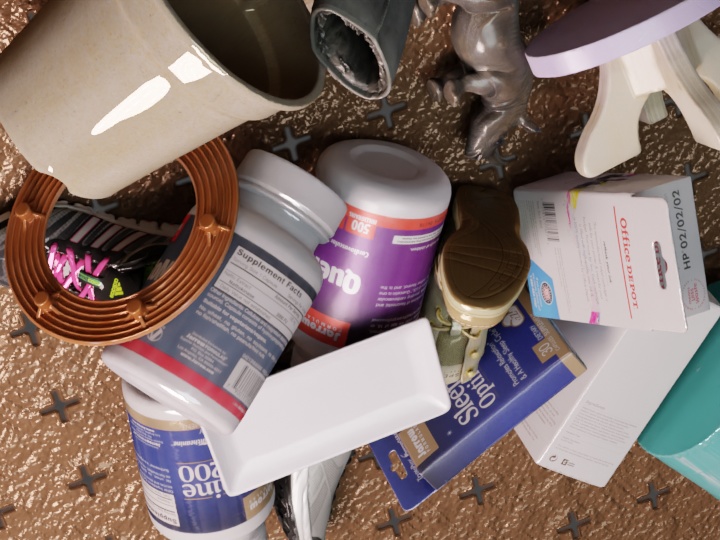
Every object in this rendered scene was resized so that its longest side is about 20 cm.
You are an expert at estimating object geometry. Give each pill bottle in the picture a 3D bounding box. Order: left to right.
[{"bbox_3d":[-0.132,0.162,1.779,0.111,0.111,0.200,-15,123,-11],"label":"pill bottle"},{"bbox_3d":[-0.099,0.014,1.613,0.120,0.120,0.200,38,77,-33],"label":"pill bottle"},{"bbox_3d":[0.000,0.000,1.729,0.112,0.112,0.200,4,118,-21],"label":"pill bottle"}]

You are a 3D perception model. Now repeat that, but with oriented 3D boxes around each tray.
[{"bbox_3d":[-0.030,0.106,1.703,0.200,0.022,0.107,-21,128,-6],"label":"tray"}]

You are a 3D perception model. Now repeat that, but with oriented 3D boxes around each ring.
[{"bbox_3d":[-0.185,-0.039,1.594,0.200,0.200,0.019,-36,147,4],"label":"ring"}]

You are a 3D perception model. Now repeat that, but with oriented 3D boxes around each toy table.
[{"bbox_3d":[0.242,-0.166,1.688,0.200,0.184,0.117,-23,109,1],"label":"toy table"}]

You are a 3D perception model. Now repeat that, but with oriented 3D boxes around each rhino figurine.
[{"bbox_3d":[0.100,-0.163,1.699,0.087,0.060,0.200,-28,128,-15],"label":"rhino figurine"}]

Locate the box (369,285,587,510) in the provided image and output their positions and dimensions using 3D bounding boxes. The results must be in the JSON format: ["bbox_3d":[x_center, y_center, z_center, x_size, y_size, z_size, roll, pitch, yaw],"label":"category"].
[{"bbox_3d":[0.091,0.109,1.819,0.200,0.121,0.032,-41,125,7],"label":"box"}]

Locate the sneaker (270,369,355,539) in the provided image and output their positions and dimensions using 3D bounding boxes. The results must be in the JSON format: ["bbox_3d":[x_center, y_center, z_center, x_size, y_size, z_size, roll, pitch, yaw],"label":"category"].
[{"bbox_3d":[-0.038,0.173,1.845,0.079,0.074,0.200,-11,122,-19],"label":"sneaker"}]

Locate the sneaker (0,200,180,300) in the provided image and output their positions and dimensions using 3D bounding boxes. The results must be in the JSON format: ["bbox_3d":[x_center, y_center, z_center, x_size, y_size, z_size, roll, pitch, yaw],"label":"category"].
[{"bbox_3d":[-0.207,-0.001,1.671,0.200,0.087,0.074,6,117,-22],"label":"sneaker"}]

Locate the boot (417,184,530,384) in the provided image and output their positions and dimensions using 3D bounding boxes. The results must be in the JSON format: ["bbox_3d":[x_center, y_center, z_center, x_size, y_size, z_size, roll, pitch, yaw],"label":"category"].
[{"bbox_3d":[0.083,0.036,1.734,0.073,0.200,0.156,13,118,-5],"label":"boot"}]

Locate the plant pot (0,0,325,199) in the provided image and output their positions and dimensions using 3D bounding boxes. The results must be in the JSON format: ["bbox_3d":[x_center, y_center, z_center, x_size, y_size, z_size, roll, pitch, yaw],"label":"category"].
[{"bbox_3d":[-0.159,-0.154,1.516,0.183,0.201,0.200,-34,127,26],"label":"plant pot"}]

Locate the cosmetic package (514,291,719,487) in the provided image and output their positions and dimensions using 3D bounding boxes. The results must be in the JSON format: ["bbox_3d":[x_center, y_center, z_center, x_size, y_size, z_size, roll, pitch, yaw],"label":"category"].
[{"bbox_3d":[0.217,0.076,1.854,0.085,0.108,0.200,22,111,-29],"label":"cosmetic package"}]

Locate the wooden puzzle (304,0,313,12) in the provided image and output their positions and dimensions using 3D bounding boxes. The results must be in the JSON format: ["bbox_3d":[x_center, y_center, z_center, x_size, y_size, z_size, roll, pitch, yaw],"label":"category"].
[{"bbox_3d":[-0.101,-0.250,1.596,0.185,0.037,0.200,-25,120,-3],"label":"wooden puzzle"}]

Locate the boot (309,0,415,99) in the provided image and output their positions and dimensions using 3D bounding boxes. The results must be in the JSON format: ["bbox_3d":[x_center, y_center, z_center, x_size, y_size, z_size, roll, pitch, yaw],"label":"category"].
[{"bbox_3d":[0.002,-0.254,1.536,0.182,0.073,0.200,52,52,-33],"label":"boot"}]

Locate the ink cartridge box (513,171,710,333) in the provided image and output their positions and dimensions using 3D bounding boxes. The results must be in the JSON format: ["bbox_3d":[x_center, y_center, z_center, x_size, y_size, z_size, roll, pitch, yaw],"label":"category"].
[{"bbox_3d":[0.217,-0.017,1.721,0.068,0.200,0.115,-17,103,-30],"label":"ink cartridge box"}]

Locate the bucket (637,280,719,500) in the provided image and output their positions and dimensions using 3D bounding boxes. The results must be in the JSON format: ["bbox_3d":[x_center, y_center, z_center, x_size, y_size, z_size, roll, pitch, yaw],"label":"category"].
[{"bbox_3d":[0.348,0.113,1.870,0.135,0.207,0.207,30,106,-24],"label":"bucket"}]
